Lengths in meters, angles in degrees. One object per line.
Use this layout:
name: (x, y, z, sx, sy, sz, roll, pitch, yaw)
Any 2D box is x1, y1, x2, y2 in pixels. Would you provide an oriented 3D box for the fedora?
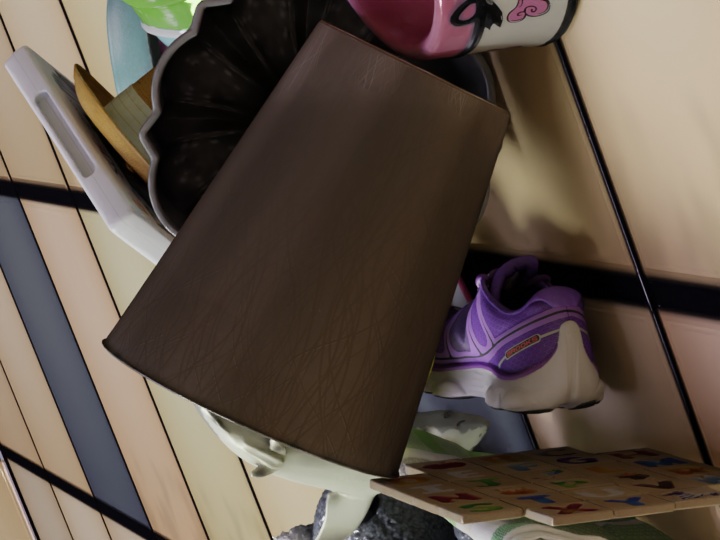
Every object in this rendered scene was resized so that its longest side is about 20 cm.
fedora: (-0.087, -0.076, 1.683, 0.201, 0.082, 0.201, 45, -175, -5)

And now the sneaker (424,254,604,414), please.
sneaker: (0.085, 0.032, 1.560, 0.200, 0.080, 0.084, -175, 83, -68)

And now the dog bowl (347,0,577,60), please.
dog bowl: (0.029, -0.195, 1.385, 0.200, 0.073, 0.201, 55, 159, 32)

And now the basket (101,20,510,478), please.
basket: (-0.015, -0.017, 1.427, 0.201, 0.180, 0.136, -65, 28, 4)

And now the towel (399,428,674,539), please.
towel: (0.101, 0.131, 1.529, 0.200, 0.149, 0.031, 35, 107, 62)

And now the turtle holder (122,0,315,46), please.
turtle holder: (-0.082, -0.175, 1.615, 0.185, 0.141, 0.132, -14, 128, 39)

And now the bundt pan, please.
bundt pan: (-0.026, -0.078, 1.520, 0.076, 0.201, 0.203, -134, 23, -75)

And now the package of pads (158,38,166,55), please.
package of pads: (-0.064, -0.069, 1.831, 0.120, 0.075, 0.201, 40, 150, 57)

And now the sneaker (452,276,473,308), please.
sneaker: (0.009, 0.043, 1.740, 0.082, 0.088, 0.200, 63, 163, 7)

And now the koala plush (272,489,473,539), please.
koala plush: (0.034, 0.193, 1.742, 0.200, 0.177, 0.184, 42, 175, 47)

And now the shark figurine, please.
shark figurine: (-0.045, 0.083, 1.658, 0.128, 0.214, 0.090, -52, 26, 31)

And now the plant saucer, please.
plant saucer: (-0.140, -0.130, 1.905, 0.200, 0.036, 0.201, -12, -90, -84)

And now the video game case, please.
video game case: (-0.124, -0.039, 1.712, 0.200, 0.023, 0.182, 40, -170, -46)

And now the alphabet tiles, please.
alphabet tiles: (0.104, 0.110, 1.423, 0.200, 0.165, 0.006, -170, 76, -70)
